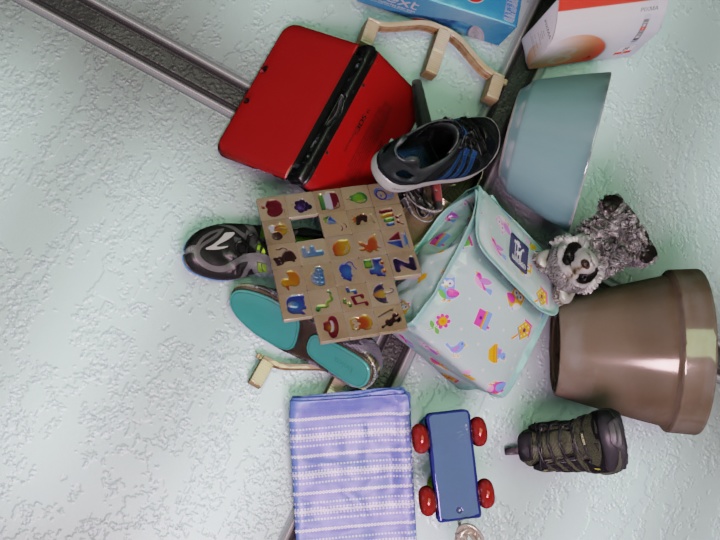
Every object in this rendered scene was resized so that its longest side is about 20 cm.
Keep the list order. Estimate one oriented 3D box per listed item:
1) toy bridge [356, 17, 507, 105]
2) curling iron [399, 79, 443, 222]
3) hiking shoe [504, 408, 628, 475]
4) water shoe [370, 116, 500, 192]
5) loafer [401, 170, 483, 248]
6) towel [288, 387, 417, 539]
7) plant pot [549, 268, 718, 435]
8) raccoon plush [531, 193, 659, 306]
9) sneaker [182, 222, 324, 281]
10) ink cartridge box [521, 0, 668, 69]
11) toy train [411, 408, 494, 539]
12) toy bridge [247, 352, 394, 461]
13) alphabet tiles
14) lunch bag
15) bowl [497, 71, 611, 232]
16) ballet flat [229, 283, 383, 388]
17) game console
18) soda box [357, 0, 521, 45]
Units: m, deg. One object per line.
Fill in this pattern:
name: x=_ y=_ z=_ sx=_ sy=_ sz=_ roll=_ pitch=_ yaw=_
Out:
toy bridge: x=0.097 y=-0.277 z=1.477 sx=0.200 sy=0.027 sz=0.067 roll=21 pitch=75 yaw=-11
curling iron: x=0.074 y=-0.150 z=1.400 sx=0.050 sy=0.026 sz=0.200 roll=11 pitch=62 yaw=-19
hiking shoe: x=0.237 y=0.207 z=1.337 sx=0.101 sy=0.200 sz=0.076 roll=-7 pitch=76 yaw=-14
water shoe: x=0.105 y=-0.142 z=1.348 sx=0.200 sy=0.079 sz=0.072 roll=-26 pitch=82 yaw=-36
loafer: x=0.087 y=-0.072 z=1.422 sx=0.076 sy=0.067 sz=0.200 roll=31 pitch=74 yaw=-7
towel: x=-0.007 y=0.238 z=1.341 sx=0.145 sy=0.024 sz=0.200 roll=-3 pitch=90 yaw=-8
plant pot: x=0.321 y=0.097 z=1.401 sx=0.173 sy=0.200 sz=0.200 roll=1 pitch=79 yaw=3
raccoon plush: x=0.284 y=-0.011 z=1.415 sx=0.134 sy=0.200 sz=0.097 roll=-33 pitch=72 yaw=6
sneaker: x=-0.108 y=-0.027 z=1.356 sx=0.199 sy=0.083 sz=0.071 roll=1 pitch=79 yaw=-14
ink cartridge box: x=0.314 y=-0.318 z=1.456 sx=0.162 sy=0.200 sz=0.050 roll=-10 pitch=83 yaw=-15
toy train: x=0.104 y=0.262 z=1.343 sx=0.085 sy=0.116 sz=0.200 roll=-6 pitch=86 yaw=-7
toy bridge: x=-0.037 y=0.149 z=1.369 sx=0.200 sy=0.027 sz=0.067 roll=31 pitch=73 yaw=-7
alphabet tiles: x=-0.018 y=-0.011 z=1.310 sx=0.167 sy=0.008 sz=0.200 roll=-8 pitch=59 yaw=-12
lunch bag: x=0.140 y=0.023 z=1.373 sx=0.170 sy=0.122 sz=0.200 roll=41 pitch=75 yaw=-25
bowl: x=0.234 y=-0.157 z=1.427 sx=0.105 sy=0.201 sz=0.201 roll=16 pitch=75 yaw=10
ballet flat: x=-0.059 y=0.070 z=1.358 sx=0.200 sy=0.072 sz=0.072 roll=30 pitch=73 yaw=13
game console: x=-0.046 y=-0.179 z=1.435 sx=0.172 sy=0.119 sz=0.200 roll=39 pitch=71 yaw=-37
soda box: x=0.103 y=-0.355 z=1.479 sx=0.200 sy=0.068 sz=0.064 roll=16 pitch=76 yaw=-11
